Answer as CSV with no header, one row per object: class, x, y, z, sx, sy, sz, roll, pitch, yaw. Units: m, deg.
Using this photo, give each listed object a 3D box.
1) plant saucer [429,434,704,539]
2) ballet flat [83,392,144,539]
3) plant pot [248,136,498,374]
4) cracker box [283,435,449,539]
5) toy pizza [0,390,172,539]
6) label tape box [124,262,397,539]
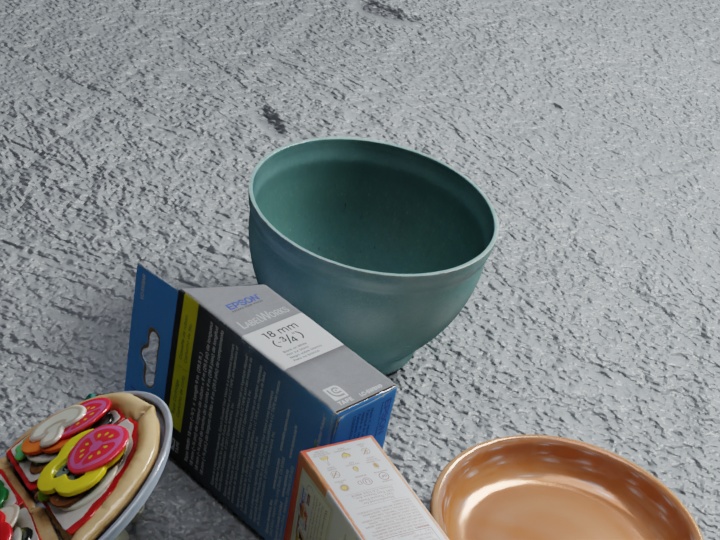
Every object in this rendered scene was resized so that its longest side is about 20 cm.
plant saucer,0.144,0.194,1.077,0.199,0.038,0.201,8,34,-5
ballet flat,-0.177,0.157,1.007,0.074,0.075,0.200,13,37,1
plant pot,0.000,0.000,1.230,0.199,0.135,0.201,8,34,-6
cracker box,0.020,0.216,0.916,0.057,0.135,0.200,-9,39,-28
toy pizza,-0.205,0.139,0.944,0.199,0.032,0.200,-28,25,14
label tape box,-0.075,0.091,1.060,0.200,0.145,0.063,35,40,31
